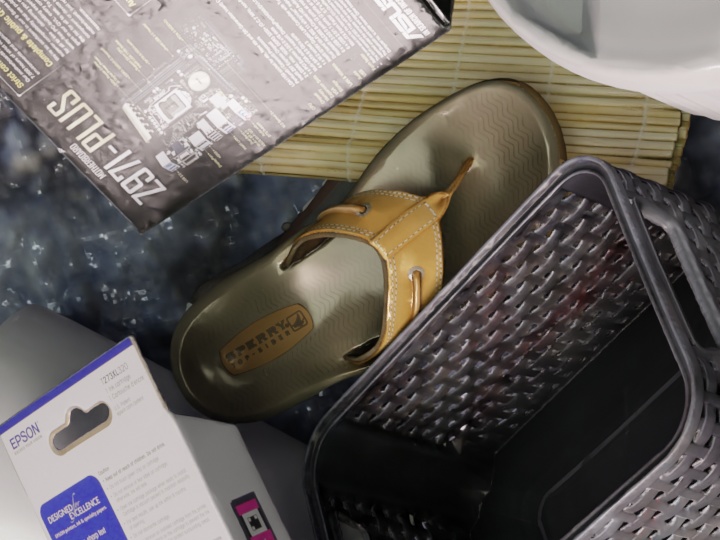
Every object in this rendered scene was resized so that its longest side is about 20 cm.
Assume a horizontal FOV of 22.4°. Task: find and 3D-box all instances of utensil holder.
[{"bbox_3d":[-0.099,0.130,0.818,0.200,0.170,0.170,30,110,3],"label":"utensil holder"}]

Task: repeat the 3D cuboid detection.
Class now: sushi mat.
[{"bbox_3d":[0.042,-0.081,0.767,0.200,0.012,0.096,5,80,23],"label":"sushi mat"}]

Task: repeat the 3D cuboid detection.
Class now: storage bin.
[{"bbox_3d":[0.077,0.072,0.692,0.094,0.135,0.200,17,129,-32],"label":"storage bin"}]

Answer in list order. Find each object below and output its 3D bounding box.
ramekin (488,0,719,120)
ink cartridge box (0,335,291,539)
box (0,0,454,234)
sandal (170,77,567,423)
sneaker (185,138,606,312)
[{"bbox_3d":[0.140,-0.144,0.637,0.202,0.094,0.203,-13,66,32],"label":"ramekin"},{"bbox_3d":[-0.063,0.129,0.694,0.095,0.037,0.200,-33,82,38],"label":"ink cartridge box"},{"bbox_3d":[-0.084,-0.141,0.709,0.164,0.086,0.200,-32,116,23],"label":"box"},{"bbox_3d":[0.000,0.000,0.741,0.200,0.054,0.080,-34,85,15],"label":"sandal"},{"bbox_3d":[0.010,-0.024,0.813,0.200,0.077,0.082,-20,75,15],"label":"sneaker"}]
